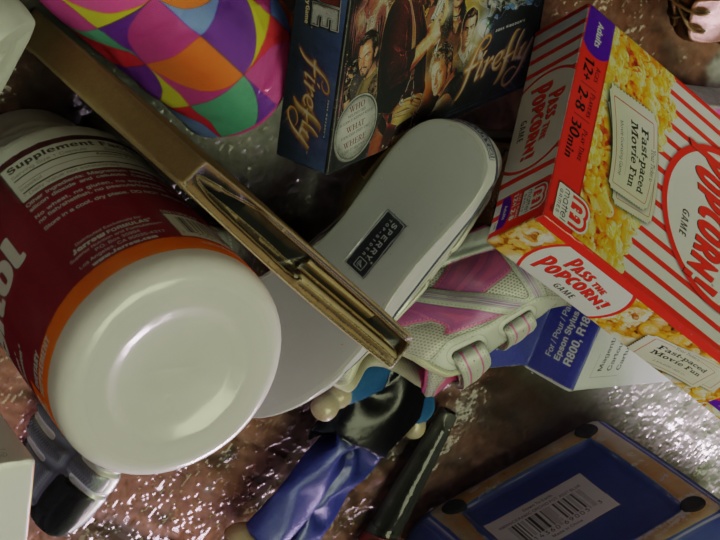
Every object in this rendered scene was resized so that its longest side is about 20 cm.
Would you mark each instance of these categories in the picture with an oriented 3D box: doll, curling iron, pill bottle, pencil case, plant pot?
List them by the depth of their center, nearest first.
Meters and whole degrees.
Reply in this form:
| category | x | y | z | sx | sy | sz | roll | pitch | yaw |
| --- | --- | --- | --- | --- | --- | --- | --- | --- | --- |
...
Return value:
| category | x | y | z | sx | sy | sz | roll | pitch | yaw |
| --- | --- | --- | --- | --- | --- | --- | --- | --- | --- |
| pill bottle | -0.129 | 0.001 | 0.901 | 0.113 | 0.200 | 0.113 | -16 | 125 | -25 |
| pencil case | -0.114 | -0.145 | 0.907 | 0.088 | 0.088 | 0.200 | -49 | 129 | 1 |
| doll | -0.002 | 0.092 | 1.135 | 0.200 | 0.048 | 0.136 | -55 | 152 | 3 |
| curling iron | 0.007 | 0.175 | 1.205 | 0.200 | 0.026 | 0.050 | -56 | 155 | 8 |
| plant pot | 0.150 | 0.224 | 1.227 | 0.199 | 0.200 | 0.180 | -26 | 121 | -18 |

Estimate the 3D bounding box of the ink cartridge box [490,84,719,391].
| category | x | y | z | sx | sy | sz | roll | pitch | yaw |
| --- | --- | --- | --- | --- | --- | --- | --- | --- | --- |
| ink cartridge box | 0.182 | -0.019 | 1.174 | 0.200 | 0.043 | 0.197 | -3 | 120 | -49 |

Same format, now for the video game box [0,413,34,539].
| category | x | y | z | sx | sy | sz | roll | pitch | yaw |
| --- | --- | --- | --- | --- | --- | --- | --- | --- | --- |
| video game box | -0.221 | 0.134 | 0.933 | 0.047 | 0.182 | 0.201 | -8 | 121 | -33 |

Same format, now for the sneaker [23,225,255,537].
| category | x | y | z | sx | sy | sz | roll | pitch | yaw |
| --- | --- | --- | --- | --- | --- | --- | --- | --- | --- |
| sneaker | -0.105 | 0.063 | 1.041 | 0.115 | 0.075 | 0.201 | 4 | 120 | -45 |

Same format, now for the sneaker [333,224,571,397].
| category | x | y | z | sx | sy | sz | roll | pitch | yaw |
| --- | --- | --- | --- | --- | --- | --- | --- | --- | --- |
| sneaker | 0.057 | 0.027 | 1.067 | 0.199 | 0.089 | 0.081 | -7 | 165 | 2 |

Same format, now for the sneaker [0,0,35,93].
| category | x | y | z | sx | sy | sz | roll | pitch | yaw |
| --- | --- | --- | --- | --- | --- | --- | --- | --- | --- |
| sneaker | -0.242 | -0.105 | 0.860 | 0.200 | 0.146 | 0.081 | -45 | -176 | 46 |

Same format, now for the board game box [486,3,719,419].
| category | x | y | z | sx | sy | sz | roll | pitch | yaw |
| --- | --- | --- | --- | --- | --- | --- | --- | --- | --- |
| board game box | 0.167 | -0.029 | 1.043 | 0.200 | 0.046 | 0.152 | 35 | 51 | -27 |

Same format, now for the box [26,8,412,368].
| category | x | y | z | sx | sy | sz | roll | pitch | yaw |
| --- | --- | --- | --- | --- | --- | --- | --- | --- | --- |
| box | -0.074 | -0.043 | 0.912 | 0.021 | 0.200 | 0.163 | -49 | 131 | 1 |

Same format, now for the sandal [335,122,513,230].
| category | x | y | z | sx | sy | sz | roll | pitch | yaw |
| --- | --- | --- | --- | --- | --- | --- | --- | --- | --- |
| sandal | 0.078 | -0.043 | 1.108 | 0.199 | 0.054 | 0.081 | 0 | 116 | -33 |

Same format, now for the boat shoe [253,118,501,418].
| category | x | y | z | sx | sy | sz | roll | pitch | yaw |
| --- | --- | --- | --- | --- | --- | --- | --- | --- | --- |
| boat shoe | 0.000 | 0.000 | 1.003 | 0.200 | 0.072 | 0.066 | -51 | 164 | 10 |

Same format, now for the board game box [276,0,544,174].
| category | x | y | z | sx | sy | sz | roll | pitch | yaw |
| --- | --- | --- | --- | --- | --- | --- | --- | --- | --- |
| board game box | 0.036 | -0.142 | 0.983 | 0.200 | 0.035 | 0.136 | -28 | 134 | -49 |

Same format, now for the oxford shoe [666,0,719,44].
| category | x | y | z | sx | sy | sz | roll | pitch | yaw |
| --- | --- | --- | --- | --- | --- | --- | --- | --- | --- |
| oxford shoe | 0.201 | -0.164 | 1.073 | 0.071 | 0.071 | 0.200 | -53 | 156 | 11 |
